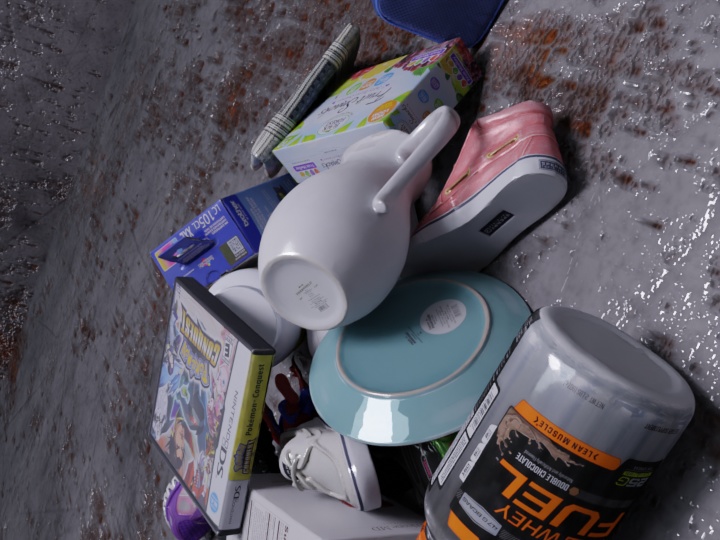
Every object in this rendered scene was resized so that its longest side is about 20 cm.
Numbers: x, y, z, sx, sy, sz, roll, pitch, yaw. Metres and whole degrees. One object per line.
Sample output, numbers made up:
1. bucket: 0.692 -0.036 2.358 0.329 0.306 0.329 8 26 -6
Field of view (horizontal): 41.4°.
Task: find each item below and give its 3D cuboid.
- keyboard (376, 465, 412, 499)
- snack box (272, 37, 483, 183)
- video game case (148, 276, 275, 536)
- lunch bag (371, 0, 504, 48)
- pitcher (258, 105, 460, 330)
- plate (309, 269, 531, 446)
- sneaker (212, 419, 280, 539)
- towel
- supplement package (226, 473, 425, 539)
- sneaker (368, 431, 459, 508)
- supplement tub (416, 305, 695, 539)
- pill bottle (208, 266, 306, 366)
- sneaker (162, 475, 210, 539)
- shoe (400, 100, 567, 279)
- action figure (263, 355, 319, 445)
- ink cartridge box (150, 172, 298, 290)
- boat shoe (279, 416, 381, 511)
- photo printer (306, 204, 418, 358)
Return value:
1. keyboard: -0.003 0.189 0.957 0.200 0.040 0.104 -38 67 46
2. snack box: 0.014 -0.165 1.002 0.200 0.053 0.142 -5 41 53
3. video game case: -0.149 0.122 0.911 0.200 0.025 0.181 32 114 54
4. lunch bag: 0.082 -0.334 0.974 0.200 0.136 0.132 -57 31 30
5. pitcher: 0.005 -0.053 0.824 0.172 0.121 0.200 -42 11 45
6. plate: 0.046 0.061 0.801 0.200 0.026 0.200 -16 37 13
7. sneaker: -0.116 0.212 1.073 0.082 0.073 0.200 4 97 32
8. towel: -0.069 -0.200 1.149 0.193 0.035 0.200 -54 2 -3
9. supplement package: -0.029 0.259 0.836 0.200 0.121 0.120 8 93 61
10. sneaker: 0.021 0.131 0.841 0.084 0.077 0.200 -54 44 9
11. supplement tub: 0.123 0.135 0.646 0.200 0.122 0.123 -63 29 19
12. pill bottle: -0.115 0.052 1.057 0.200 0.112 0.112 -31 -39 -85
13. sneaker: -0.179 0.273 1.175 0.200 0.080 0.088 -58 38 23
14. shoe: 0.105 -0.067 0.859 0.200 0.071 0.091 -39 38 42
15. action figure: -0.077 0.125 1.014 0.099 0.065 0.200 61 161 22
16. ink cartridge box: -0.145 -0.037 1.100 0.136 0.200 0.076 -32 91 34
17. boat shoe: -0.035 0.169 0.833 0.200 0.070 0.071 -165 61 -75
18. photo printer: 0.000 0.000 1.004 0.166 0.069 0.200 -51 35 37
